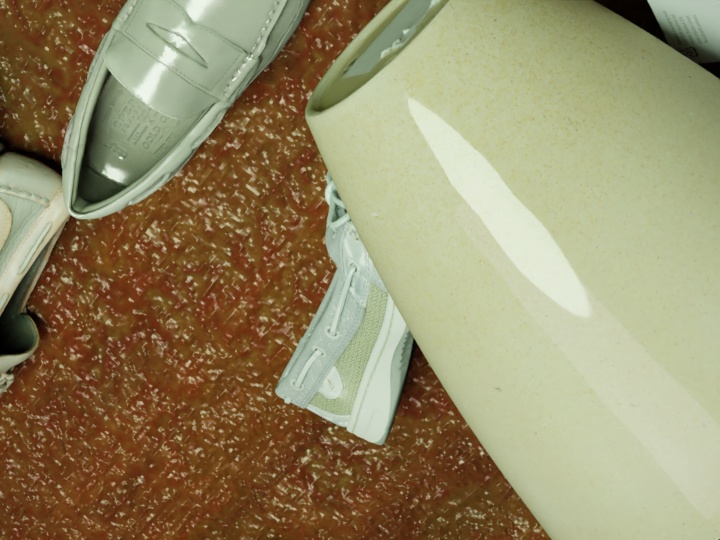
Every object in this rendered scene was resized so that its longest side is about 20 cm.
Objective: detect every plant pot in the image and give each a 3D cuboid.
[{"bbox_3d":[0.079,-0.022,0.679,0.200,0.188,0.187,45,130,-15],"label":"plant pot"}]

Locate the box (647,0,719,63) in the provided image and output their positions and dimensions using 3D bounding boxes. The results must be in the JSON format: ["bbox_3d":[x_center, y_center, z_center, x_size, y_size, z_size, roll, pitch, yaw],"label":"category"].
[{"bbox_3d":[0.188,-0.130,0.600,0.198,0.042,0.156,-3,156,24],"label":"box"}]

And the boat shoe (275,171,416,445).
[{"bbox_3d":[0.000,-0.001,0.807,0.064,0.075,0.203,15,137,5],"label":"boat shoe"}]

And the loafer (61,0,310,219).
[{"bbox_3d":[-0.075,-0.094,0.763,0.070,0.070,0.200,32,131,-4],"label":"loafer"}]

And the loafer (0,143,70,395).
[{"bbox_3d":[-0.191,0.024,0.910,0.062,0.072,0.201,19,129,-2],"label":"loafer"}]
